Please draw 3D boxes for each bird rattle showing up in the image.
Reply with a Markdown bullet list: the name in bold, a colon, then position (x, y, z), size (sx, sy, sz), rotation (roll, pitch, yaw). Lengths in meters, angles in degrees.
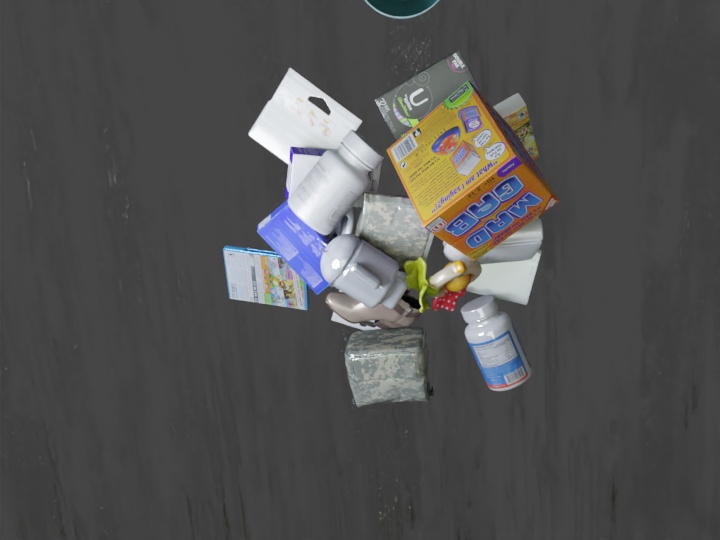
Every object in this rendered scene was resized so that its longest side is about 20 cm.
- **bird rattle**: position (0.191, 0.032, 1.378), size (0.162, 0.199, 0.114), rotation (-32, 61, 30)

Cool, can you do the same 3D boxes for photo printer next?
- **photo printer**: position (0.276, -0.059, 1.367), size (0.198, 0.166, 0.070), rotation (-5, 77, 4)

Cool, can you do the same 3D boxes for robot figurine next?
- **robot figurine**: position (0.000, 0.000, 1.326), size (0.199, 0.170, 0.114), rotation (32, 89, -11)

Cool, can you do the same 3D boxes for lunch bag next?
- **lunch bag**: position (0.066, 0.235, 1.492), size (0.198, 0.140, 0.170), rotation (-6, 109, 10)
- **lunch bag**: position (0.075, -0.095, 1.376), size (0.162, 0.119, 0.201), rotation (9, 147, -4)

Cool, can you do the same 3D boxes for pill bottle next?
- **pill bottle**: position (-0.048, -0.183, 1.314), size (0.114, 0.114, 0.200), rotation (40, 103, -5)
- **pill bottle**: position (0.307, 0.164, 1.468), size (0.111, 0.112, 0.202), rotation (-23, 99, 10)

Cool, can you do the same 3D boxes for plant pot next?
- **plant pot**: position (0.087, -0.609, 1.295), size (0.198, 0.135, 0.202), rotation (1, 104, 5)

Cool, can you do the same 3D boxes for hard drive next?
- **hard drive**: position (0.301, -0.007, 1.472), size (0.198, 0.026, 0.133), rotation (13, 104, 3)

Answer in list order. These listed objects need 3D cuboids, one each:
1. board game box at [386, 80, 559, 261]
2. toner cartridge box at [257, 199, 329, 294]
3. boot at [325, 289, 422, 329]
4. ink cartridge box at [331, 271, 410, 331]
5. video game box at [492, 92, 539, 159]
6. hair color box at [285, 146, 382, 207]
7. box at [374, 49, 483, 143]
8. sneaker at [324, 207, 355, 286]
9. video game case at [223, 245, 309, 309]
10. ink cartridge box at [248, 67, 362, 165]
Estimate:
- **board game box**: position (0.208, -0.178, 1.197), size (0.199, 0.199, 0.201), rotation (-37, 54, 22)
- **toner cartridge box**: position (-0.124, -0.051, 1.395), size (0.095, 0.043, 0.200), rotation (-37, 113, 10)
- **boot**: position (0.040, 0.071, 1.433), size (0.199, 0.071, 0.146), rotation (23, 144, -25)
- **ink cartridge box**: position (0.031, 0.050, 1.511), size (0.159, 0.050, 0.201), rotation (17, 122, 1)
- **video game box**: position (0.266, -0.254, 1.347), size (0.199, 0.182, 0.047), rotation (-28, 59, 10)
- **hair color box**: position (-0.060, -0.203, 1.402), size (0.198, 0.065, 0.110), rotation (3, 115, -14)
- **box**: position (0.151, -0.347, 1.356), size (0.199, 0.124, 0.149), rotation (-28, 100, 10)
- **sneaker**: position (-0.080, -0.067, 1.466), size (0.113, 0.076, 0.202), rotation (15, 107, -1)
- **video game case**: position (-0.219, 0.018, 1.494), size (0.198, 0.018, 0.144), rotation (8, 124, 11)
- **ink cartridge box**: position (-0.121, -0.318, 1.428), size (0.199, 0.045, 0.177), rotation (36, 105, -4)
